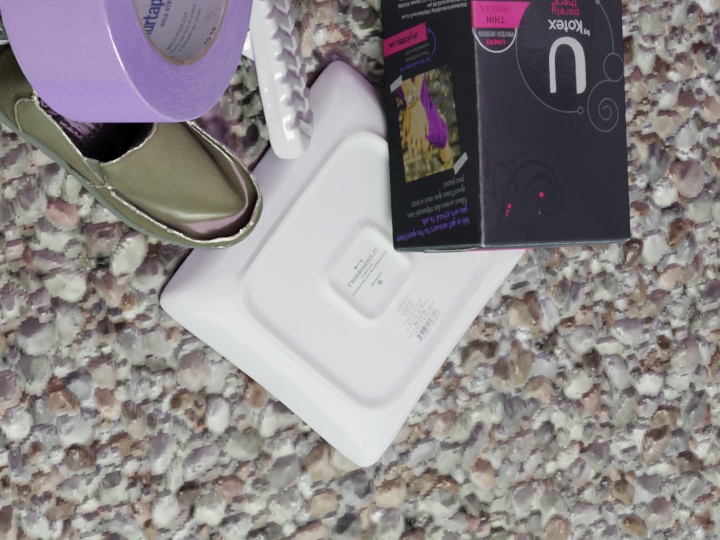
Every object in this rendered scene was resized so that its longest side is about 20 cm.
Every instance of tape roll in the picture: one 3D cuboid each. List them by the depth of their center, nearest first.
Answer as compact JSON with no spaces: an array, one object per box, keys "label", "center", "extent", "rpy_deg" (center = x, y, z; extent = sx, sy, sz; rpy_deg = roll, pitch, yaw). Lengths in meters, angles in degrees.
[{"label":"tape roll","center":[-0.127,-0.182,1.248],"extent":[0.200,0.065,0.201],"rpy_deg":[3,90,-68]}]

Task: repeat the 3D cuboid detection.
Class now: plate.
[{"label":"plate","center":[0.000,0.000,1.464],"extent":[0.200,0.032,0.200],"rpy_deg":[41,79,-27]}]

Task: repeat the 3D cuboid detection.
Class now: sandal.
[{"label":"sandal","center":[-0.073,-0.165,1.383],"extent":[0.050,0.082,0.203],"rpy_deg":[-10,100,11]}]

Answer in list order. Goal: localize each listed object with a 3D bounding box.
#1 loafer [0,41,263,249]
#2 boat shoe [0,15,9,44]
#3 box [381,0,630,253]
[{"label":"loafer","center":[-0.138,-0.071,1.357],"extent":[0.200,0.070,0.075],"rpy_deg":[30,84,-27]},{"label":"boat shoe","center":[-0.245,-0.217,1.282],"extent":[0.069,0.057,0.200],"rpy_deg":[-42,110,-16]},{"label":"box","center":[0.092,-0.114,1.429],"extent":[0.122,0.106,0.201],"rpy_deg":[-3,91,-33]}]
